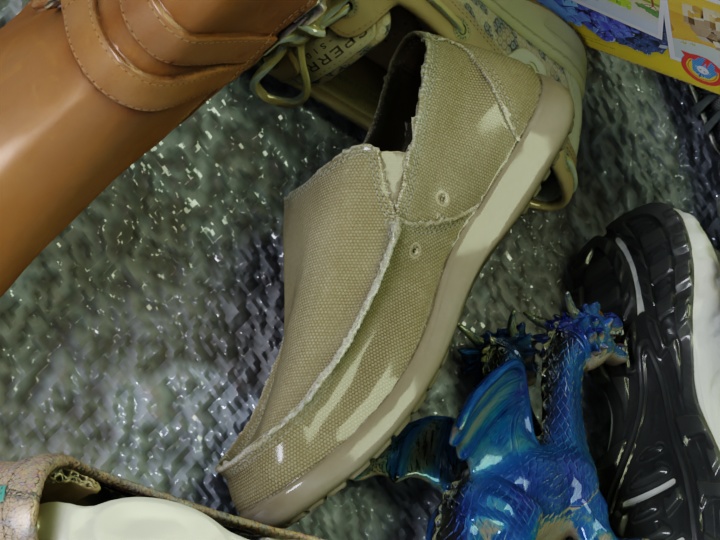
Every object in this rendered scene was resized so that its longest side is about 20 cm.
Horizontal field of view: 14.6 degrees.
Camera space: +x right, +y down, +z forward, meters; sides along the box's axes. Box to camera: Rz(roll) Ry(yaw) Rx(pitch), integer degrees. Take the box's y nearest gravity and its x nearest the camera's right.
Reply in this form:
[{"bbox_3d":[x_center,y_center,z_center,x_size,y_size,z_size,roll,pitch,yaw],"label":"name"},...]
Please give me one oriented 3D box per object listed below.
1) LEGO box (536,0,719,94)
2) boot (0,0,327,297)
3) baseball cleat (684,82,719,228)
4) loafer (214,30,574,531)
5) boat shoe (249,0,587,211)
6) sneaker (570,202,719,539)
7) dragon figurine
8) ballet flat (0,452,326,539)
[{"bbox_3d":[0.128,-0.137,1.002,0.077,0.200,0.149,-56,154,-25],"label":"LEGO box"},{"bbox_3d":[-0.081,-0.048,0.831,0.077,0.155,0.200,54,43,-8],"label":"boot"},{"bbox_3d":[0.161,-0.068,1.143,0.200,0.070,0.106,48,50,-9],"label":"baseball cleat"},{"bbox_3d":[0.000,0.000,0.939,0.067,0.076,0.200,37,58,-10],"label":"loafer"},{"bbox_3d":[0.009,-0.082,0.999,0.200,0.073,0.063,22,52,-36],"label":"boat shoe"},{"bbox_3d":[0.126,0.073,1.032,0.079,0.074,0.200,30,50,-37],"label":"sneaker"},{"bbox_3d":[0.040,0.070,0.953,0.200,0.059,0.100,-24,85,-54],"label":"dragon figurine"},{"bbox_3d":[-0.040,0.102,0.856,0.200,0.067,0.068,20,57,-36],"label":"ballet flat"}]
